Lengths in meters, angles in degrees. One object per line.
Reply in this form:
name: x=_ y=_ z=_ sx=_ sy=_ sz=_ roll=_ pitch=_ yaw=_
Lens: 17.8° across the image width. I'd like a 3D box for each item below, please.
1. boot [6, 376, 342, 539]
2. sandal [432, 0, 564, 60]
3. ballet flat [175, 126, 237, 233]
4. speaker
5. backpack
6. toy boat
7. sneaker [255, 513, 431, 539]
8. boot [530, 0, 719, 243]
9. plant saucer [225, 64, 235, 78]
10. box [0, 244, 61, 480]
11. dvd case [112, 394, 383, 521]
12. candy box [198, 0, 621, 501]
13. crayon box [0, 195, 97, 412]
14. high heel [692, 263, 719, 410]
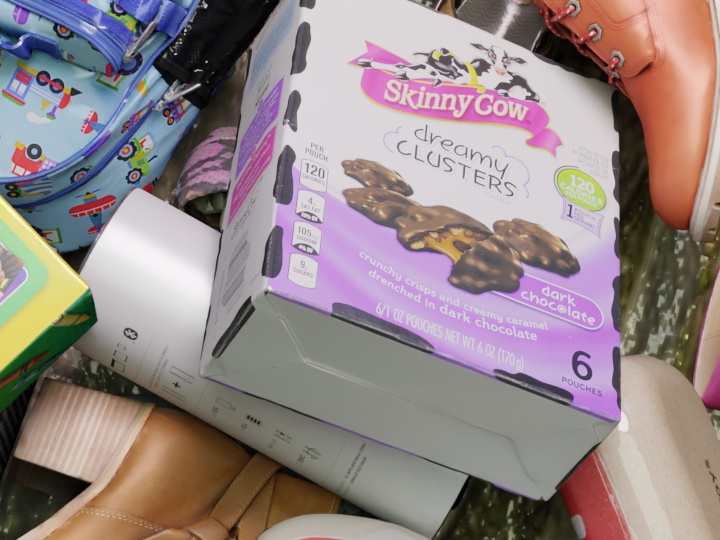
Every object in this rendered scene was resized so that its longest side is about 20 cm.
boot: x=-0.104 y=0.161 z=1.039 sx=0.154 sy=0.077 sz=0.201 roll=21 pitch=69 yaw=-5
sandal: x=0.068 y=-0.109 z=1.141 sx=0.081 sy=0.055 sz=0.201 roll=32 pitch=76 yaw=2
ballet flat: x=0.000 y=0.000 z=1.099 sx=0.199 sy=0.069 sz=0.071 roll=27 pitch=52 yaw=3
speaker: x=-0.035 y=0.044 z=1.047 sx=0.199 sy=0.081 sz=0.082 roll=28 pitch=76 yaw=2
backpack: x=-0.153 y=-0.119 z=1.071 sx=0.182 sy=0.135 sz=0.201 roll=32 pitch=87 yaw=15
toy boat: x=0.116 y=0.145 z=1.072 sx=0.130 sy=0.130 sz=0.201 roll=-25 pitch=79 yaw=20
sneaker: x=0.041 y=0.147 z=0.970 sx=0.199 sy=0.094 sz=0.071 roll=25 pitch=69 yaw=14
boot: x=0.124 y=-0.107 z=1.052 sx=0.106 sy=0.075 sz=0.202 roll=-3 pitch=72 yaw=4
plant saucer: x=-0.098 y=-0.196 z=1.162 sx=0.069 sy=0.019 sz=0.202 roll=0 pitch=77 yaw=-6
box: x=-0.234 y=0.067 z=1.046 sx=0.147 sy=0.104 sz=0.202 roll=17 pitch=77 yaw=-1
dvd case: x=-0.056 y=0.160 z=1.086 sx=0.149 sy=0.025 sz=0.202 roll=1 pitch=78 yaw=-6
candy box: x=0.028 y=-0.021 z=1.014 sx=0.167 sy=0.072 sz=0.201 roll=21 pitch=47 yaw=-17
crayon box: x=-0.222 y=-0.015 z=0.982 sx=0.119 sy=0.058 sz=0.200 roll=-43 pitch=84 yaw=-12
high heel: x=0.189 y=-0.033 z=1.133 sx=0.095 sy=0.067 sz=0.202 roll=-11 pitch=91 yaw=-17
